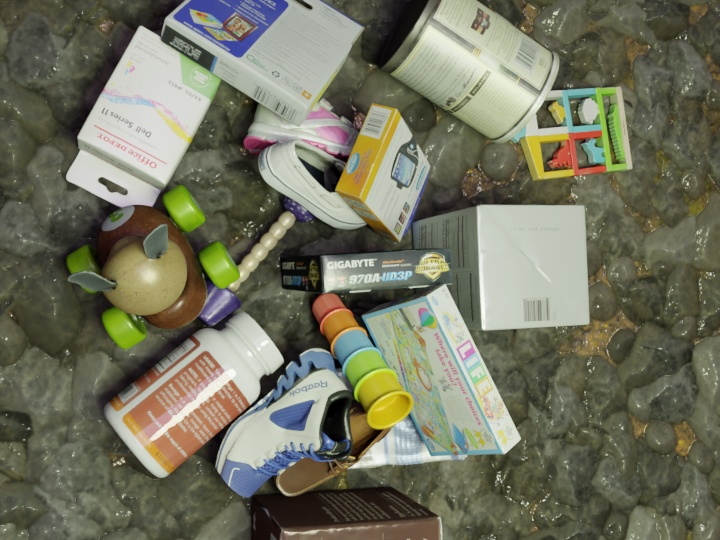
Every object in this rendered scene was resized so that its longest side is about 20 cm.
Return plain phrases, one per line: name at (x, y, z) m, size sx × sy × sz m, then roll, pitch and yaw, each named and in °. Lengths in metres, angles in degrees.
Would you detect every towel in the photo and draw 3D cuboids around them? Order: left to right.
towel at (0.037, 0.190, 0.991) m, size 0.200 × 0.024 × 0.147 m, roll -5°, pitch 103°, yaw -1°

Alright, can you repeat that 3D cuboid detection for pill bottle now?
pill bottle at (-0.195, 0.143, 0.914) m, size 0.200 × 0.112 × 0.112 m, roll -39°, pitch 99°, yaw -16°

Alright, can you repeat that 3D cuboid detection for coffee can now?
coffee can at (0.145, -0.285, 1.033) m, size 0.200 × 0.146 × 0.147 m, roll 29°, pitch 79°, yaw -15°

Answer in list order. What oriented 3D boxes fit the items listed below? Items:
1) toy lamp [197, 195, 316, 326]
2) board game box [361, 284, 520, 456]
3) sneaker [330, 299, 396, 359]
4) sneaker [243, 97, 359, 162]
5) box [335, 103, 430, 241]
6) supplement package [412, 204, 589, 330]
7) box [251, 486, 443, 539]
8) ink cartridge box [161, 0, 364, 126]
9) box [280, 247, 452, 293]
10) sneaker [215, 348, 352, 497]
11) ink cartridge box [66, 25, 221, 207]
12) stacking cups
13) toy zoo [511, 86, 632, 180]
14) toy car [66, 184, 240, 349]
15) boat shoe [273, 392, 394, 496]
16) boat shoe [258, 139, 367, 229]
toy lamp at (-0.138, -0.013, 0.973) m, size 0.058 × 0.058 × 0.200 m, roll 44°, pitch 73°, yaw -11°
board game box at (0.092, 0.125, 0.906) m, size 0.034 × 0.134 × 0.200 m, roll -29°, pitch 95°, yaw -36°
sneaker at (0.067, 0.096, 1.025) m, size 0.200 × 0.071 × 0.099 m, roll 17°, pitch 87°, yaw -13°
sneaker at (-0.050, -0.186, 0.997) m, size 0.200 × 0.081 × 0.088 m, roll 9°, pitch 78°, yaw -24°
box at (0.037, -0.118, 0.989) m, size 0.041 × 0.200 × 0.119 m, roll 20°, pitch 82°, yaw 21°
supplement package at (0.177, -0.001, 0.999) m, size 0.152 × 0.200 × 0.151 m, roll -1°, pitch 88°, yaw -19°
box at (-0.022, 0.369, 0.932) m, size 0.200 × 0.166 × 0.165 m, roll 2°, pitch 87°, yaw -18°
ink cartridge box at (-0.118, -0.300, 0.968) m, size 0.197 × 0.047 × 0.200 m, roll 31°, pitch 47°, yaw -4°
box at (0.000, 0.000, 0.941) m, size 0.159 × 0.200 × 0.046 m, roll -3°, pitch 91°, yaw -18°
sneaker at (-0.078, 0.199, 0.900) m, size 0.199 × 0.115 × 0.081 m, roll -51°, pitch 138°, yaw 2°
ink cartridge box at (-0.266, -0.177, 0.931) m, size 0.117 × 0.067 × 0.200 m, roll 27°, pitch 79°, yaw -16°
stacking cups at (-0.006, 0.106, 0.941) m, size 0.060 × 0.200 × 0.061 m, roll -15°, pitch 130°, yaw -19°
toy zoo at (0.316, -0.208, 1.152) m, size 0.200 × 0.020 × 0.131 m, roll -9°, pitch 90°, yaw -18°
toy car at (-0.245, -0.011, 0.835) m, size 0.164 × 0.200 × 0.158 m, roll -33°, pitch 86°, yaw -3°
boat shoe at (-0.032, 0.216, 0.950) m, size 0.200 × 0.068 × 0.072 m, roll -39°, pitch 99°, yaw 7°
boat shoe at (-0.037, -0.107, 0.963) m, size 0.200 × 0.065 × 0.074 m, roll 19°, pitch 62°, yaw -48°
